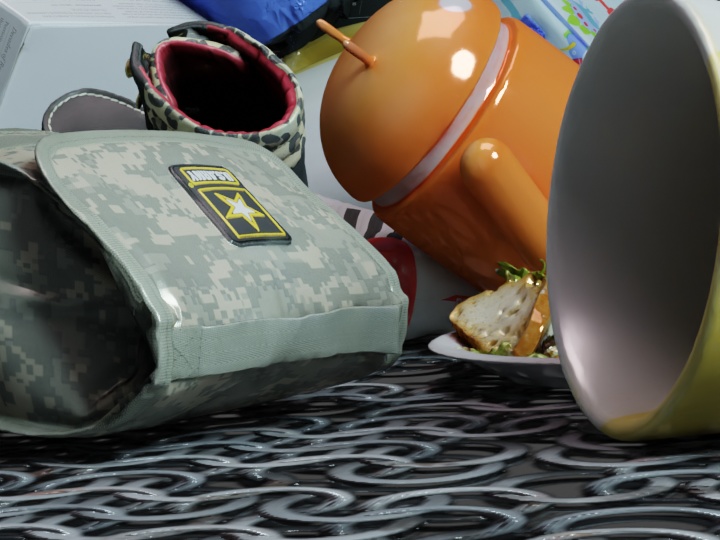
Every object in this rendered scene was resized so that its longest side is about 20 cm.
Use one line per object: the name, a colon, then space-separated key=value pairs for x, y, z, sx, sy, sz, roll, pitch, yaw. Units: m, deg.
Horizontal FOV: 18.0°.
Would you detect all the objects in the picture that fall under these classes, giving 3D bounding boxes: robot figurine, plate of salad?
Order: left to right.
robot figurine: x=0.064 y=-0.055 z=1.068 sx=0.199 sy=0.145 sz=0.116 roll=35 pitch=-41 yaw=-16
plate of salad: x=0.127 y=0.017 z=0.954 sx=0.198 sy=0.049 sz=0.200 roll=-3 pitch=3 yaw=0

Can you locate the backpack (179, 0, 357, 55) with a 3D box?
backpack: x=-0.061 y=-0.211 z=1.326 sx=0.162 sy=0.168 sz=0.200 roll=-43 pitch=18 yaw=-11

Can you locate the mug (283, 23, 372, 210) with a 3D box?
mug: x=-0.019 y=-0.055 z=1.339 sx=0.152 sy=0.151 sz=0.186 roll=-11 pitch=12 yaw=24

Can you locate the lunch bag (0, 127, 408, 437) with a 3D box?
lunch bag: x=-0.098 y=0.004 z=0.874 sx=0.199 sy=0.119 sz=0.164 roll=9 pitch=7 yaw=33

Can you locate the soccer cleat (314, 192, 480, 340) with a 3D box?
soccer cleat: x=0.000 y=0.000 z=1.176 sx=0.085 sy=0.069 sz=0.200 roll=8 pitch=5 yaw=-27

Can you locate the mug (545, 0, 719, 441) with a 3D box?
mug: x=0.161 y=0.002 z=0.772 sx=0.152 sy=0.188 sz=0.150 roll=5 pitch=-31 yaw=-18

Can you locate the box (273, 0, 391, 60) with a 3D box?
box: x=0.014 y=-0.113 z=1.503 sx=0.123 sy=0.202 sz=0.148 roll=-1 pitch=-18 yaw=35

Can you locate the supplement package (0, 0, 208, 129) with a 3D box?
supplement package: x=-0.200 y=-0.077 z=1.281 sx=0.111 sy=0.201 sz=0.155 roll=37 pitch=25 yaw=27

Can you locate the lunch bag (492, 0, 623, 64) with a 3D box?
lunch bag: x=0.169 y=-0.115 z=1.463 sx=0.083 sy=0.200 sz=0.160 roll=-51 pitch=-18 yaw=27

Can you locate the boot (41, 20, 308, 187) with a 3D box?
boot: x=-0.084 y=-0.062 z=1.036 sx=0.073 sy=0.154 sz=0.203 roll=-38 pitch=56 yaw=-22
